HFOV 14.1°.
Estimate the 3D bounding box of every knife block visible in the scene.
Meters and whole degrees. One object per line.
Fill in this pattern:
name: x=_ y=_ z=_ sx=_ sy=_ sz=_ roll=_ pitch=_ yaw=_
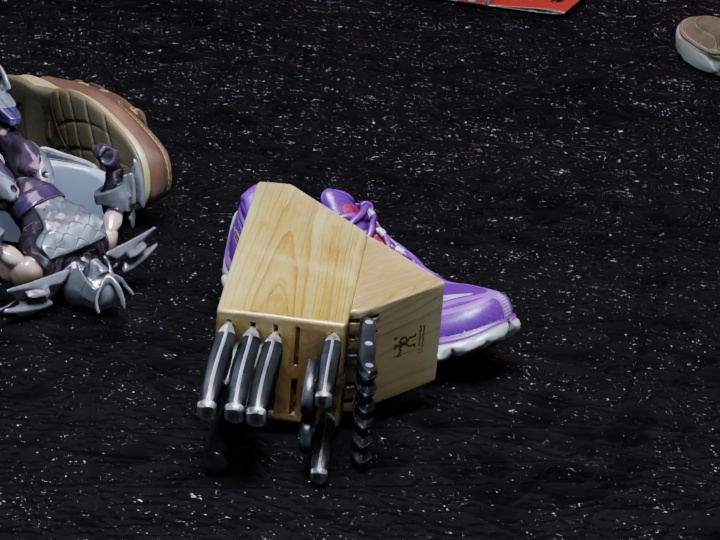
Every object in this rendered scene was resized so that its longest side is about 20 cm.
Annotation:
knife block: x=-0.052 y=0.035 z=1.542 sx=0.175 sy=0.064 sz=0.200 roll=-17 pitch=35 yaw=-36

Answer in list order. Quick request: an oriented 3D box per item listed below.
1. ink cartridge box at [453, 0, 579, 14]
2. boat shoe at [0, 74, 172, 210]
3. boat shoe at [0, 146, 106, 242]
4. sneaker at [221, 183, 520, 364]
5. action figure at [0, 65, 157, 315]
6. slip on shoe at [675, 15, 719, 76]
ink cartridge box: x=0.093 y=-0.265 z=2.495 sx=0.199 sy=0.050 sz=0.109 roll=9 pitch=20 yaw=16
boat shoe: x=-0.169 y=-0.089 z=1.899 sx=0.067 sy=0.072 sz=0.200 roll=-9 pitch=21 yaw=-29
boat shoe: x=-0.244 y=-0.059 z=1.796 sx=0.199 sy=0.074 sz=0.068 roll=5 pitch=12 yaw=-5
sneaker: x=0.000 y=0.000 z=1.661 sx=0.200 sy=0.084 sz=0.081 roll=18 pitch=24 yaw=32
action figure: x=-0.197 y=-0.050 z=1.700 sx=0.130 sy=0.069 sz=0.200 roll=-18 pitch=61 yaw=-48
slip on shoe: x=0.312 y=-0.177 z=2.274 sx=0.076 sy=0.061 sz=0.200 roll=-3 pitch=20 yaw=-20
